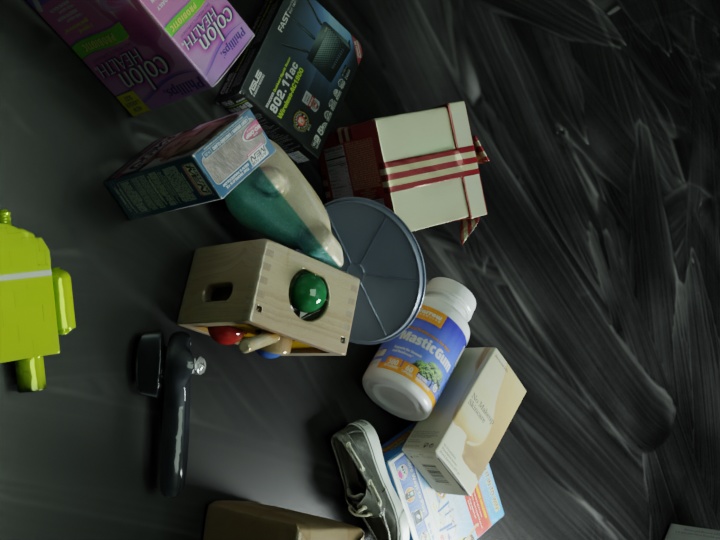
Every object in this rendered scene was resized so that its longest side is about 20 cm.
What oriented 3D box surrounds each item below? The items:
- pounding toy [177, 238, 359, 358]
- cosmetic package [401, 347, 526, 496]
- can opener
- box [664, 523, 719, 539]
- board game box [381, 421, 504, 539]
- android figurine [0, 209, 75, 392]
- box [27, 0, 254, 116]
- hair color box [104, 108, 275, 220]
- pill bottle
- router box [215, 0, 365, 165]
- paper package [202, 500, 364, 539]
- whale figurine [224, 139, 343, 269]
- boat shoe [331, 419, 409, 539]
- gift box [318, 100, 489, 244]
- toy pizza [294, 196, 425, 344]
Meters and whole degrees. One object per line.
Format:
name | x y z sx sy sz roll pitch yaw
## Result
pounding toy | -0.114 0.052 1.189 0.183 0.199 0.143 23 71 -39
cosmetic package | 0.155 0.218 1.433 0.105 0.071 0.200 51 55 -25
can opener | -0.226 0.172 1.181 0.063 0.078 0.202 -9 97 -81
box | 0.707 0.613 1.896 0.200 0.198 0.131 53 55 -26
board game box | 0.114 0.328 1.472 0.195 0.056 0.201 -27 104 -41
android figurine | -0.391 0.035 1.042 0.181 0.041 0.202 -10 93 -43
box | -0.255 -0.293 1.107 0.200 0.175 0.097 49 56 -29
hair color box | -0.200 -0.120 1.125 0.100 0.199 0.061 -48 117 -35
pill bottle | 0.094 0.110 1.435 0.112 0.112 0.201 49 56 -28
router box | -0.092 -0.269 1.333 0.150 0.062 0.201 36 63 -33
paper package | -0.104 0.384 1.169 0.103 0.199 0.192 15 77 -40
whale figurine | -0.101 -0.072 1.236 0.104 0.200 0.159 -37 154 1
boat shoe | 0.007 0.314 1.371 0.063 0.070 0.201 -21 92 -42
gift box | 0.063 -0.123 1.391 0.186 0.184 0.202 -17 101 -33
toy pizza | 0.000 0.000 1.308 0.032 0.199 0.202 -25 103 -59
